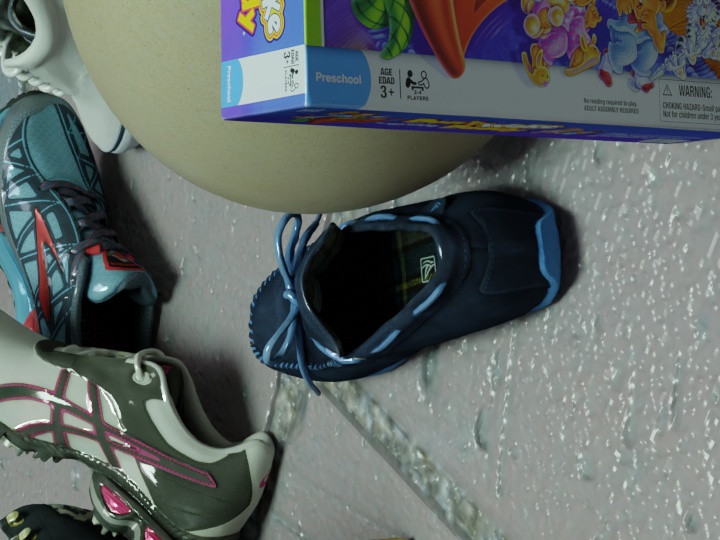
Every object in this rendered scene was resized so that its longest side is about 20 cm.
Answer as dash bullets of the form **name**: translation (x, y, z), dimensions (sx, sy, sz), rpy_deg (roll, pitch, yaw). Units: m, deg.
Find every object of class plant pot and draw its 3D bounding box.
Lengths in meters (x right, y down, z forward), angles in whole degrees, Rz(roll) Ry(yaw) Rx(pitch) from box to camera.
- **plant pot**: translation (-0.026, -0.130, 0.691), dimensions (0.134, 0.200, 0.201), rpy_deg (48, -145, -80)

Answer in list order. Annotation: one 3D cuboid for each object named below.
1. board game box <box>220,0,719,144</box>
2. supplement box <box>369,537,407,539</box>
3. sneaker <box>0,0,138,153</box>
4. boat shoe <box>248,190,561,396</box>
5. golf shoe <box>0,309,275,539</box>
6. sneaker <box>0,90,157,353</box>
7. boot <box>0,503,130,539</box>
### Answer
- **board game box**: translation (0.047, -0.113, 0.618), dimensions (0.045, 0.200, 0.135), rpy_deg (-3, 88, 51)
- **supplement box**: translation (-0.069, 0.194, 0.791), dimensions (0.103, 0.200, 0.131), rpy_deg (-38, 59, 48)
- **sneaker**: translation (-0.153, -0.122, 0.957), dimensions (0.073, 0.071, 0.200), rpy_deg (56, 164, 29)
- **boat shoe**: translation (0.000, 0.000, 0.803), dimensions (0.200, 0.068, 0.084), rpy_deg (-30, 66, 52)
- **golf shoe**: translation (-0.131, 0.063, 0.947), dimensions (0.200, 0.077, 0.088), rpy_deg (39, 105, 6)
- **sneaker**: translation (-0.143, -0.003, 1.021), dimensions (0.095, 0.079, 0.201), rpy_deg (-13, 88, 45)
- **boot**: translation (-0.165, 0.164, 0.937), dimensions (0.154, 0.203, 0.074), rpy_deg (28, 101, 56)
